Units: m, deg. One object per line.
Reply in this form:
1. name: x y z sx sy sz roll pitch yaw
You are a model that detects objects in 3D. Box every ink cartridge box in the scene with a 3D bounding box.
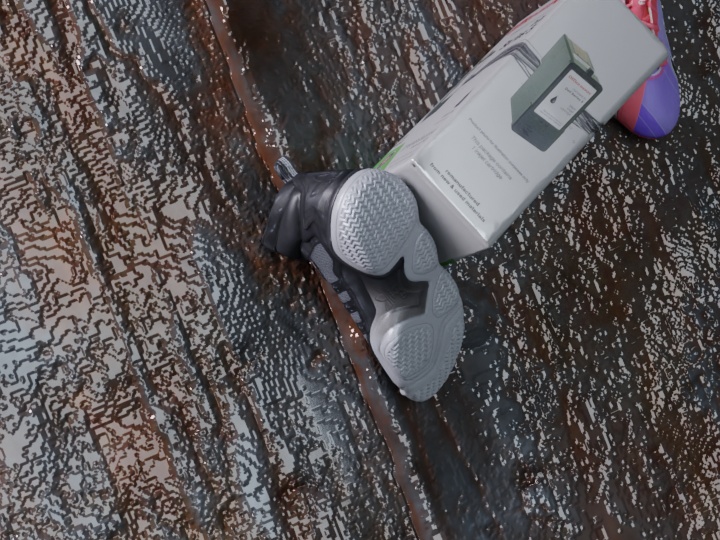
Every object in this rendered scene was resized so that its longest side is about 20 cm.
1. ink cartridge box: 0.102 -0.101 1.506 0.084 0.145 0.200 46 71 -7

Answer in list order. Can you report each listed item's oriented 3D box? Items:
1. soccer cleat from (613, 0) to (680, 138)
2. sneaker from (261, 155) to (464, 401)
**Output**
1. soccer cleat: 0.199 -0.197 1.588 0.067 0.076 0.201 -13 87 -20
2. sneaker: 0.000 0.000 1.497 0.075 0.114 0.200 -43 133 -25
